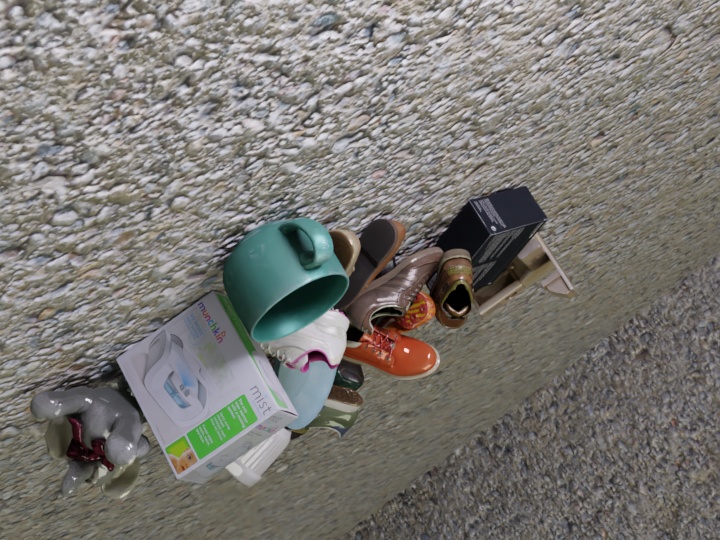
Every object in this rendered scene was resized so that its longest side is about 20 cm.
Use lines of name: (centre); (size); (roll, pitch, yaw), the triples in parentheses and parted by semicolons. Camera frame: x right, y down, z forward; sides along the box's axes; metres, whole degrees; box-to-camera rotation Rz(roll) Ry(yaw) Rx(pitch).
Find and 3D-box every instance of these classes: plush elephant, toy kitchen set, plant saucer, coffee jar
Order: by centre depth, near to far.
plush elephant: (-0.376, 0.246, 1.593); (0.200, 0.163, 0.156); (-49, 164, -73)
plant saucer: (-0.096, 0.153, 1.827); (0.201, 0.038, 0.203); (-40, 137, -53)
coffee jar: (-0.090, 0.217, 2.055); (0.085, 0.105, 0.200); (24, 123, -41)
toy kitchen set: (0.283, 0.024, 2.089); (0.180, 0.164, 0.200); (-36, 160, 10)

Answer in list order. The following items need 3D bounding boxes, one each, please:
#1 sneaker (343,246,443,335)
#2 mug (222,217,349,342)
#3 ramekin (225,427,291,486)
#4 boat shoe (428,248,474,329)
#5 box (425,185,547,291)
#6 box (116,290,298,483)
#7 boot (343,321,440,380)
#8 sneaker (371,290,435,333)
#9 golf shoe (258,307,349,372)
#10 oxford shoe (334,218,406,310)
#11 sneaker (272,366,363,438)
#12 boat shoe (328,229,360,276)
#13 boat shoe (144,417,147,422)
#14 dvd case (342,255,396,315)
sneaker: (0.067, 0.037, 1.866); (0.199, 0.076, 0.071); (-30, 161, -16)
mug: (-0.095, -0.005, 1.501); (0.185, 0.115, 0.152); (-40, 159, 18)
ramekin: (-0.198, 0.233, 1.800); (0.105, 0.200, 0.200); (-41, 161, -2)
boat shoe: (0.152, 0.050, 1.886); (0.071, 0.069, 0.201); (-7, 145, 0)
box: (0.205, -0.044, 1.933); (0.140, 0.079, 0.200); (-13, 152, -36)
box: (-0.213, 0.165, 1.596); (0.175, 0.201, 0.097); (-33, 161, 6)
boot: (0.038, 0.131, 1.931); (0.197, 0.076, 0.107); (11, 161, 10)
sneaker: (0.083, 0.070, 1.966); (0.076, 0.074, 0.200); (2, 171, -25)
golf shoe: (-0.116, 0.104, 1.679); (0.197, 0.093, 0.075); (-2, 162, 8)
oxford shoe: (0.000, 0.000, 1.736); (0.200, 0.072, 0.071); (-43, 163, 24)
sneaker: (-0.101, 0.236, 1.965); (0.067, 0.198, 0.091); (-88, -164, -64)
boat shoe: (-0.045, -0.009, 1.650); (0.064, 0.072, 0.200); (-24, 170, -35)
boat shoe: (-0.279, 0.169, 1.697); (0.199, 0.073, 0.063); (-34, 163, 18)
dvd case: (-0.026, 0.045, 1.880); (0.199, 0.016, 0.149); (-32, 162, -6)
